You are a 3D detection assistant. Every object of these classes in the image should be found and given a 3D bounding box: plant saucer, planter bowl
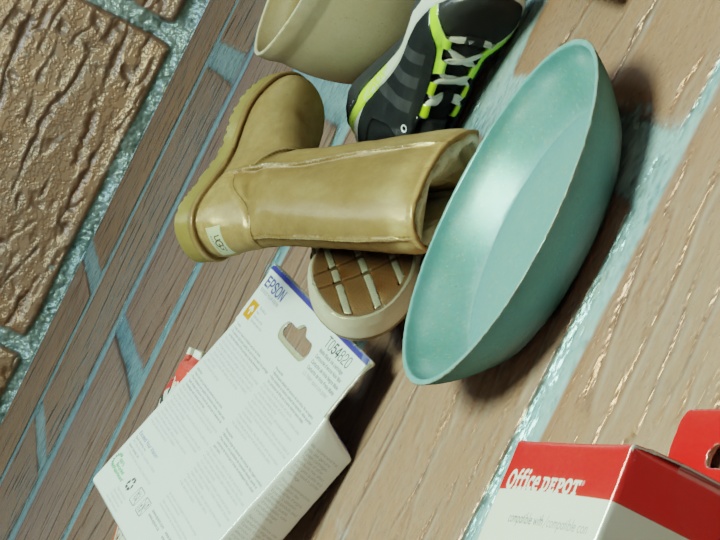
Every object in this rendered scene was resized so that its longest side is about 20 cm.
[{"bbox_3d":[0.085,-0.024,1.061,0.201,0.036,0.200,-58,15,24],"label":"plant saucer"},{"bbox_3d":[0.027,-0.213,1.437,0.201,0.134,0.201,-58,14,23],"label":"planter bowl"}]

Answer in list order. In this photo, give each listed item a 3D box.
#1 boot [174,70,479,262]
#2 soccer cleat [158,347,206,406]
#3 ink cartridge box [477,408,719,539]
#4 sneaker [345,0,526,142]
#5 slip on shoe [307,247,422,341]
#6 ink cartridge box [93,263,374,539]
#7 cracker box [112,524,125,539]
[{"bbox_3d":[-0.005,-0.069,1.297,0.199,0.066,0.176,-5,45,38],"label":"boot"},{"bbox_3d":[-0.127,0.115,1.588,0.200,0.068,0.086,147,139,-72],"label":"soccer cleat"},{"bbox_3d":[0.079,0.128,0.717,0.201,0.067,0.116,-66,13,-11],"label":"ink cartridge box"},{"bbox_3d":[0.056,-0.121,1.350,0.200,0.071,0.084,-49,44,52],"label":"sneaker"},{"bbox_3d":[0.000,0.000,1.313,0.200,0.075,0.061,-108,7,-62],"label":"slip on shoe"},{"bbox_3d":[-0.077,0.111,1.311,0.200,0.041,0.200,-49,27,1],"label":"ink cartridge box"},{"bbox_3d":[-0.128,0.183,1.464,0.200,0.057,0.135,-51,19,47],"label":"cracker box"}]
